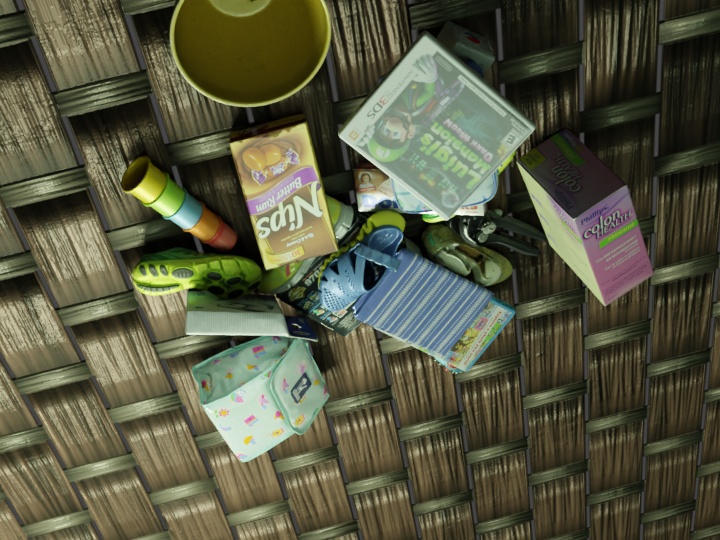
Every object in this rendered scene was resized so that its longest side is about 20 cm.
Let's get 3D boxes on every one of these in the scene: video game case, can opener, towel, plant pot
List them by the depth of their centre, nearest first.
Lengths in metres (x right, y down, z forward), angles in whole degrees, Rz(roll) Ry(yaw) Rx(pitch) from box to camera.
[{"bbox_3d":[-0.145,-0.331,1.412,0.196,0.143,0.202,-8,133,-8],"label":"plant pot"},{"bbox_3d":[0.101,-0.187,1.492,0.199,0.023,0.182,36,116,-18],"label":"video game case"},{"bbox_3d":[0.099,0.051,1.801,0.198,0.024,0.145,25,115,-30],"label":"towel"},{"bbox_3d":[0.228,-0.066,1.805,0.197,0.079,0.064,11,117,-33],"label":"can opener"},{"bbox_3d":[0.138,0.077,1.853,0.198,0.018,0.144,26,116,-24],"label":"video game case"}]

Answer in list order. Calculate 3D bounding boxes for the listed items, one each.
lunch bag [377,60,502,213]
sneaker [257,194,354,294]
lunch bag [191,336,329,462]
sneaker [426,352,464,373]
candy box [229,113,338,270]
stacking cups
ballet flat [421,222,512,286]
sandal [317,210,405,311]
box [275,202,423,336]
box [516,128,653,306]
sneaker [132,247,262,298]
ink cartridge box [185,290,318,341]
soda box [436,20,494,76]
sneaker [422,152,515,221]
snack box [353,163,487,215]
[{"bbox_3d":[0.110,-0.183,1.553,0.158,0.083,0.202,-9,122,10],"label":"lunch bag"},{"bbox_3d":[-0.104,-0.049,1.732,0.090,0.079,0.200,35,109,-28],"label":"sneaker"},{"bbox_3d":[-0.159,0.204,1.908,0.198,0.123,0.172,-26,131,-1],"label":"lunch bag"},{"bbox_3d":[0.147,0.104,1.923,0.095,0.080,0.199,-40,129,19],"label":"sneaker"},{"bbox_3d":[-0.109,-0.113,1.633,0.115,0.057,0.203,-15,113,-1],"label":"candy box"},{"bbox_3d":[-0.262,-0.094,1.663,0.060,0.061,0.199,-36,135,18],"label":"stacking cups"},{"bbox_3d":[0.178,-0.011,1.836,0.199,0.071,0.071,29,120,-34],"label":"ballet flat"},{"bbox_3d":[0.000,0.000,1.719,0.079,0.088,0.200,16,132,-28],"label":"sandal"},{"bbox_3d":[-0.018,0.003,1.811,0.158,0.046,0.200,30,118,-34],"label":"box"},{"bbox_3d":[0.346,-0.082,1.729,0.096,0.177,0.201,-32,132,-1],"label":"box"},{"bbox_3d":[-0.247,-0.006,1.717,0.196,0.084,0.075,3,120,-10],"label":"sneaker"},{"bbox_3d":[-0.170,0.066,1.726,0.196,0.200,0.041,4,97,-10],"label":"ink cartridge box"},{"bbox_3d":[0.108,-0.249,1.604,0.067,0.064,0.201,17,125,-25],"label":"soda box"},{"bbox_3d":[0.155,-0.153,1.702,0.083,0.074,0.200,41,123,-4],"label":"sneaker"},{"bbox_3d":[0.089,-0.121,1.676,0.197,0.024,0.073,3,122,19],"label":"snack box"}]
